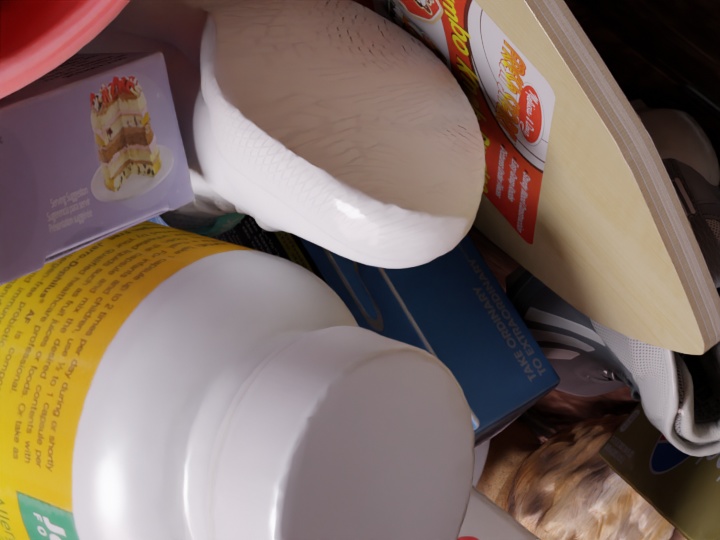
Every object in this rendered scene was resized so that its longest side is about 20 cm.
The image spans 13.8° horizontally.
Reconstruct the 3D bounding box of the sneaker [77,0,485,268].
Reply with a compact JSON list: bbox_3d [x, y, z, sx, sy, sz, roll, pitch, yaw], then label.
[{"bbox_3d":[-0.036,-0.040,0.888,0.200,0.075,0.089,39,132,41],"label":"sneaker"}]

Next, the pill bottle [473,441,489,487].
[{"bbox_3d":[-0.048,0.054,1.244,0.200,0.111,0.111,11,156,41],"label":"pill bottle"}]

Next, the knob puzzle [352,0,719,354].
[{"bbox_3d":[0.044,-0.058,0.865,0.220,0.030,0.220,50,167,16],"label":"knob puzzle"}]

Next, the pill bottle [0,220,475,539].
[{"bbox_3d":[-0.067,0.042,0.885,0.200,0.113,0.113,15,158,40],"label":"pill bottle"}]

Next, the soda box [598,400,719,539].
[{"bbox_3d":[0.141,0.076,0.969,0.068,0.064,0.200,41,180,-11],"label":"soda box"}]

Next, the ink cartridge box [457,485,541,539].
[{"bbox_3d":[-0.040,0.109,0.955,0.200,0.145,0.084,35,148,50],"label":"ink cartridge box"}]

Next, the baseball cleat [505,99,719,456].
[{"bbox_3d":[0.091,0.024,0.981,0.200,0.070,0.106,82,167,-68],"label":"baseball cleat"}]

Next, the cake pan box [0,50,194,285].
[{"bbox_3d":[-0.177,-0.015,0.813,0.184,0.200,0.052,-2,104,35],"label":"cake pan box"}]

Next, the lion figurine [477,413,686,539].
[{"bbox_3d":[0.065,0.096,1.244,0.072,0.123,0.200,37,175,-29],"label":"lion figurine"}]

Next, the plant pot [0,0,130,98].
[{"bbox_3d":[-0.149,-0.131,0.799,0.200,0.200,0.177,32,172,-11],"label":"plant pot"}]

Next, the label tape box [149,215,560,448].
[{"bbox_3d":[0.000,0.000,1.016,0.143,0.066,0.200,58,160,5],"label":"label tape box"}]
